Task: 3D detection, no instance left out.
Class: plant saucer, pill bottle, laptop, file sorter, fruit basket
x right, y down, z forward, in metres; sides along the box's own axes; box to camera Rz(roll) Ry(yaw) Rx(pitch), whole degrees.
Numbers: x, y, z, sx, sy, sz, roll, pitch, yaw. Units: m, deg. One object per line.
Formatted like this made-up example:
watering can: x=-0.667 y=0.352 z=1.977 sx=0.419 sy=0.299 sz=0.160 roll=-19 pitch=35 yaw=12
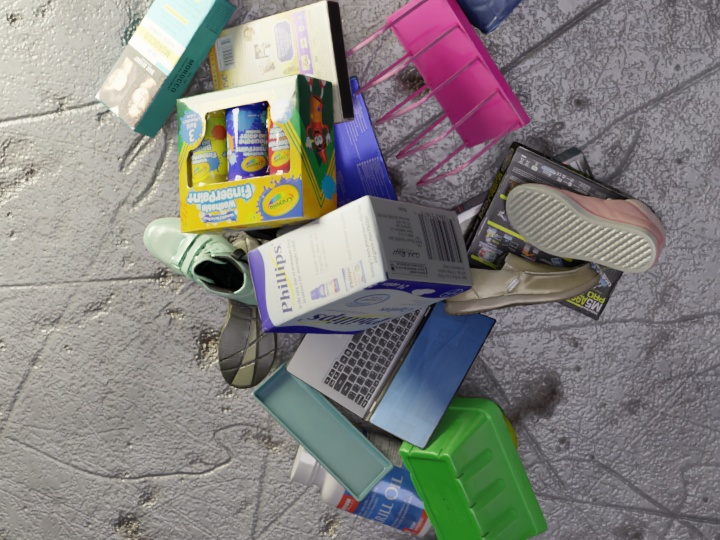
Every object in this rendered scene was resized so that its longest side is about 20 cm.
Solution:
plant saucer: x=-0.051 y=0.211 z=1.516 sx=0.200 sy=0.019 sz=0.070 roll=43 pitch=62 yaw=12
pill bottle: x=0.010 y=0.277 z=1.578 sx=0.197 sy=0.112 sz=0.114 roll=19 pitch=102 yaw=-3
laptop: x=0.035 y=0.096 z=1.490 sx=0.199 sy=0.116 sz=0.189 roll=32 pitch=80 yaw=-1
file sorter: x=0.082 y=-0.221 z=1.434 sx=0.125 sy=0.139 sz=0.201 roll=-39 pitch=101 yaw=-24
fruit basket: x=0.160 y=0.243 z=1.511 sx=0.214 sy=0.154 sz=0.219 roll=3 pitch=86 yaw=-42

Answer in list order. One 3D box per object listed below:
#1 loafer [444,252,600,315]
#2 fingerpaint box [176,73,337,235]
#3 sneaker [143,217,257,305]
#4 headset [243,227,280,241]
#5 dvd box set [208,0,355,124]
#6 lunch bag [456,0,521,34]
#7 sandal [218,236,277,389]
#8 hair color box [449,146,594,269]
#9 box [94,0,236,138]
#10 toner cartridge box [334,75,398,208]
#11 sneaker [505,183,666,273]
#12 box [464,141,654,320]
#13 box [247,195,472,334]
loafer: x=0.198 y=0.010 z=1.433 sx=0.197 sy=0.076 sz=0.069 roll=-10 pitch=90 yaw=-3
fingerpaint box: x=-0.129 y=-0.135 z=1.404 sx=0.198 sy=0.073 sz=0.170 roll=-4 pitch=87 yaw=36
sneaker: x=-0.209 y=-0.022 z=1.493 sx=0.199 sy=0.118 sz=0.075 roll=25 pitch=90 yaw=16
headset: x=-0.103 y=-0.081 z=1.531 sx=0.122 sy=0.094 sz=0.202 roll=-26 pitch=85 yaw=17
dvd box set: x=-0.102 y=-0.241 z=1.447 sx=0.198 sy=0.029 sz=0.149 roll=-8 pitch=92 yaw=36
lunch bag: x=0.174 y=-0.404 z=1.419 sx=0.132 sy=0.136 sz=0.200 roll=44 pitch=98 yaw=-9
sandal: x=-0.146 y=0.058 z=1.564 sx=0.079 sy=0.057 sz=0.204 roll=3 pitch=88 yaw=6
hair color box: x=0.218 y=-0.071 z=1.528 sx=0.198 sy=0.061 sz=0.100 roll=-27 pitch=102 yaw=6
box: x=-0.249 y=-0.277 z=1.477 sx=0.082 sy=0.049 sz=0.201 roll=38 pitch=101 yaw=22
toner cartridge box: x=-0.016 y=-0.143 z=1.523 sx=0.094 sy=0.043 sz=0.202 roll=-18 pitch=102 yaw=3
sneaker: x=0.282 y=-0.058 z=1.426 sx=0.198 sy=0.104 sz=0.076 roll=22 pitch=116 yaw=23
box: x=0.249 y=-0.050 z=1.480 sx=0.198 sy=0.044 sz=0.162 roll=23 pitch=104 yaw=-7
box: x=0.000 y=0.000 z=1.397 sx=0.198 sy=0.183 sz=0.106 roll=-22 pitch=73 yaw=35
